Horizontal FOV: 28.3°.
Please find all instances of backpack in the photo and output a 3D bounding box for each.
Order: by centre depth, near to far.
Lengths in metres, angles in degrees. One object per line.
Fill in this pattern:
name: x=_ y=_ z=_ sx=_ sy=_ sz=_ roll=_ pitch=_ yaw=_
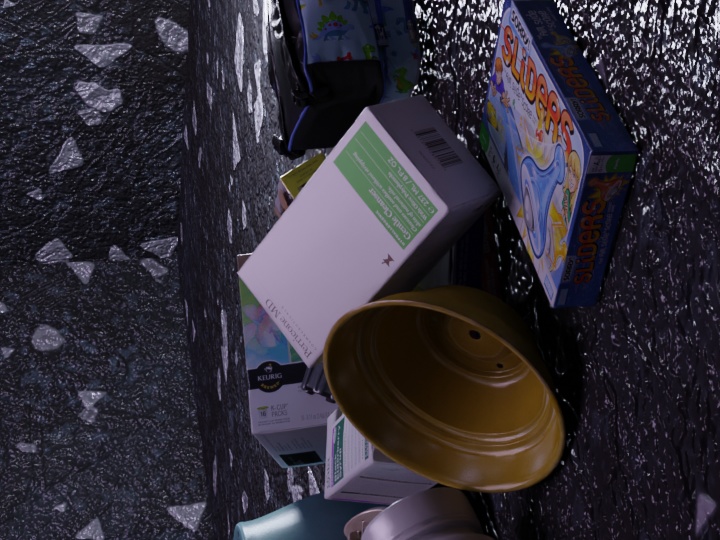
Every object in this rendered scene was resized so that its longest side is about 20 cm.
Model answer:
backpack: x=-0.022 y=-0.240 z=1.435 sx=0.183 sy=0.145 sz=0.202 roll=120 pitch=141 yaw=-69

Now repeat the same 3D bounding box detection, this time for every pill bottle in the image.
pill bottle: x=0.080 y=0.277 z=1.097 sx=0.115 sy=0.113 sz=0.201 roll=102 pitch=149 yaw=-49

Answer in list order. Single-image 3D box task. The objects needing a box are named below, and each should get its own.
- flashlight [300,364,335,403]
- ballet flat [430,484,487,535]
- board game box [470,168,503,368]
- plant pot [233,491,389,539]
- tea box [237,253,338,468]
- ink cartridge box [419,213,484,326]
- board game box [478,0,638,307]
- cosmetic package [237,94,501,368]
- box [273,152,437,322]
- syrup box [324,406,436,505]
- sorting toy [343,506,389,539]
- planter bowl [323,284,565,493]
flashlight: x=-0.005 y=0.033 z=1.433 sx=0.068 sy=0.067 sz=0.202 roll=65 pitch=-135 yaw=-77
ballet flat: x=0.087 y=0.261 z=1.217 sx=0.201 sy=0.067 sz=0.069 roll=-107 pitch=-2 yaw=-46
board game box: x=0.099 y=0.023 z=1.241 sx=0.103 sy=0.019 sz=0.202 roll=131 pitch=135 yaw=-73
plant pot: x=-0.042 y=0.334 z=1.564 sx=0.200 sy=0.186 sz=0.202 roll=177 pitch=90 yaw=-78
tea box: x=-0.049 y=0.095 z=1.554 sx=0.200 sy=0.132 sz=0.199 roll=72 pitch=-170 yaw=-72
ink cartridge box: x=0.071 y=-0.029 z=1.228 sx=0.200 sy=0.039 sz=0.101 roll=-123 pitch=33 yaw=-69
board game box: x=0.135 y=-0.091 z=1.016 sx=0.201 sy=0.034 sz=0.136 roll=-107 pitch=19 yaw=-48
cosmetic package: x=0.004 y=-0.029 z=1.125 sx=0.108 sy=0.085 sz=0.200 roll=50 pitch=125 yaw=14
box: x=0.000 y=0.000 z=1.238 sx=0.201 sy=0.050 sz=0.075 roll=53 pitch=162 yaw=13
syrup box: x=0.024 y=0.153 z=1.268 sx=0.200 sy=0.081 sz=0.080 roll=129 pitch=146 yaw=-68
sorting toy: x=0.057 y=0.303 z=1.343 sx=0.180 sy=0.106 sz=0.201 roll=124 pitch=158 yaw=-44
planter bowl: x=0.077 y=0.074 z=1.106 sx=0.201 sy=0.199 sz=0.084 roll=101 pitch=-164 yaw=-47
